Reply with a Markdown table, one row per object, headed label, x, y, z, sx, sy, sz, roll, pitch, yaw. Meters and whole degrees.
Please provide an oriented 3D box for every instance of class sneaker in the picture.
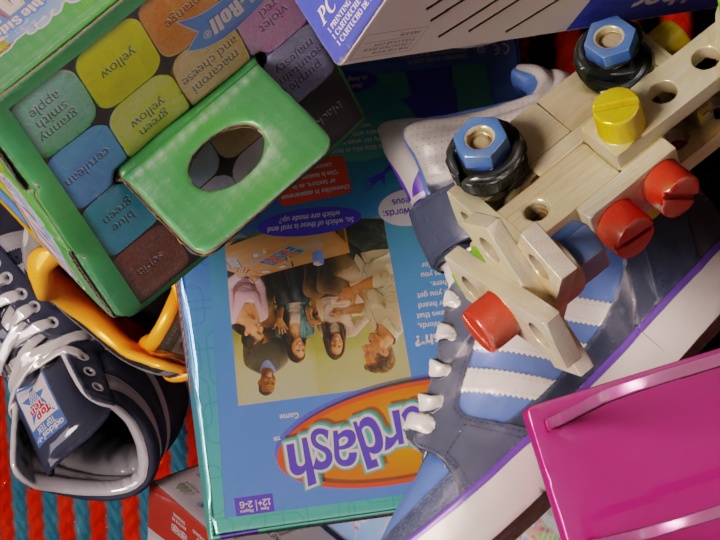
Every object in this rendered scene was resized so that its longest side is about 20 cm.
| label | x | y | z | sx | sy | sz | roll | pitch | yaw |
| --- | --- | --- | --- | --- | --- | --- | --- | --- | --- |
| sneaker | 0.041 | 0.015 | 1.022 | 0.146 | 0.200 | 0.081 | 45 | 176 | 11 |
| sneaker | -0.163 | 0.027 | 1.236 | 0.200 | 0.109 | 0.070 | 39 | 116 | -14 |
| sneaker | -0.059 | 0.024 | 1.129 | 0.199 | 0.077 | 0.078 | 26 | 117 | -4 |

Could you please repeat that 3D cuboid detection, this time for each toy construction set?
| label | x | y | z | sx | sy | sz | roll | pitch | yaw |
| --- | --- | --- | --- | --- | --- | --- | --- | --- | --- |
| toy construction set | 0.105 | -0.029 | 0.932 | 0.131 | 0.199 | 0.092 | 43 | 151 | 35 |

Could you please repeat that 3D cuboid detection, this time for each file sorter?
| label | x | y | z | sx | sy | sz | roll | pitch | yaw |
| --- | --- | --- | --- | --- | --- | --- | --- | --- | --- |
| file sorter | 0.158 | 0.119 | 0.909 | 0.125 | 0.138 | 0.201 | 123 | 130 | -81 |

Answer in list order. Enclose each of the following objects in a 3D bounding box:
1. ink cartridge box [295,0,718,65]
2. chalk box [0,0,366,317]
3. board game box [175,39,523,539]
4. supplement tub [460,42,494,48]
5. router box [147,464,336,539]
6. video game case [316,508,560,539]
| label | x | y | z | sx | sy | sz | roll | pitch | yaw |
| --- | --- | --- | --- | --- | --- | --- | --- | --- | --- |
| ink cartridge box | 0.076 | -0.127 | 0.929 | 0.044 | 0.199 | 0.094 | 58 | 136 | 21 |
| chalk box | -0.091 | -0.081 | 0.966 | 0.200 | 0.125 | 0.124 | 40 | 166 | 42 |
| board game box | 0.000 | 0.000 | 1.075 | 0.045 | 0.151 | 0.201 | 126 | 137 | -81 |
| supplement tub | 0.028 | -0.199 | 1.004 | 0.144 | 0.144 | 0.201 | 37 | 122 | 38 |
| router box | -0.026 | 0.211 | 1.226 | 0.200 | 0.049 | 0.180 | 34 | 131 | 44 |
| video game case | 0.049 | 0.117 | 1.161 | 0.200 | 0.022 | 0.182 | 55 | 135 | 25 |
